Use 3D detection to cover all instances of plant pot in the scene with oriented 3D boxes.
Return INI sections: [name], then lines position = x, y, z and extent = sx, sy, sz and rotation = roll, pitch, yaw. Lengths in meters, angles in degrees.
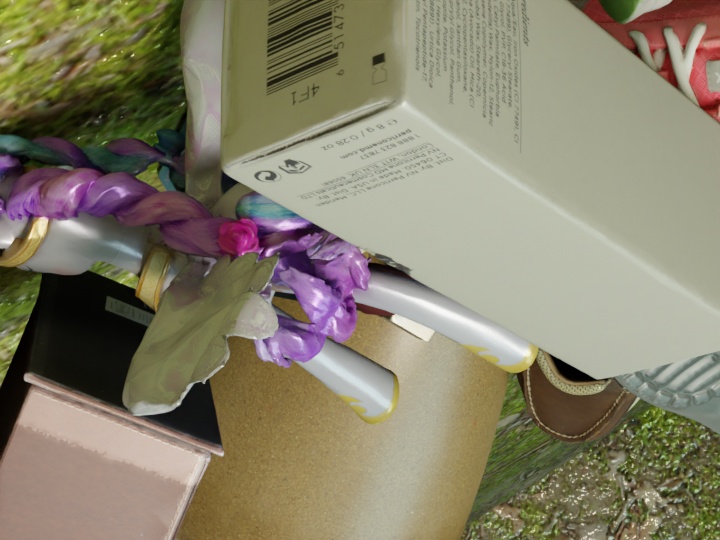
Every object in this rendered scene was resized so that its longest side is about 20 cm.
[plant pot]
position = 0.004, 0.039, 0.937
extent = 0.186, 0.186, 0.201
rotation = -17, 142, -48

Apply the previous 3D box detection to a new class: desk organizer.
[desk organizer]
position = -0.105, 0.060, 0.705
extent = 0.200, 0.071, 0.077
rotation = -122, -125, -76

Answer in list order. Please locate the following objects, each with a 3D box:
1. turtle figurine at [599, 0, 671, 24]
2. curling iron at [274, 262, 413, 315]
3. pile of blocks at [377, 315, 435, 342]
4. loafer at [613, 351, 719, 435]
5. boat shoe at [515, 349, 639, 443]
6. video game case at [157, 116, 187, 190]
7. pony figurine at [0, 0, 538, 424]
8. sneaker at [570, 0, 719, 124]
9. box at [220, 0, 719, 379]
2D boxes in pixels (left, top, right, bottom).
[turtle figurine]
position = 0.166, -0.167, 0.616
extent = 0.193, 0.145, 0.200
rotation = -19, -162, -13
[curling iron]
position = 0.000, 0.000, 0.763
extent = 0.050, 0.199, 0.026
rotation = 59, 44, -50
[pile of blocks]
position = 0.053, -0.037, 0.769
extent = 0.200, 0.062, 0.082
rotation = -49, -161, 36
[loafer]
position = 0.139, 0.019, 0.748
extent = 0.075, 0.070, 0.200
rotation = -40, 131, 12
[boat shoe]
position = 0.098, 0.025, 0.830
extent = 0.203, 0.074, 0.075
rotation = 93, 23, -51
[video game case]
position = 0.027, -0.099, 0.743
extent = 0.181, 0.046, 0.200
rotation = -23, 163, -31
[pony figurine]
position = -0.038, -0.010, 0.642
extent = 0.199, 0.168, 0.193
rotation = 18, 157, -26
[sneaker]
position = 0.117, -0.075, 0.663
extent = 0.199, 0.074, 0.087
rotation = -9, -173, -2
[box]
position = 0.047, -0.037, 0.572
extent = 0.068, 0.083, 0.200
rotation = -18, 148, 34
